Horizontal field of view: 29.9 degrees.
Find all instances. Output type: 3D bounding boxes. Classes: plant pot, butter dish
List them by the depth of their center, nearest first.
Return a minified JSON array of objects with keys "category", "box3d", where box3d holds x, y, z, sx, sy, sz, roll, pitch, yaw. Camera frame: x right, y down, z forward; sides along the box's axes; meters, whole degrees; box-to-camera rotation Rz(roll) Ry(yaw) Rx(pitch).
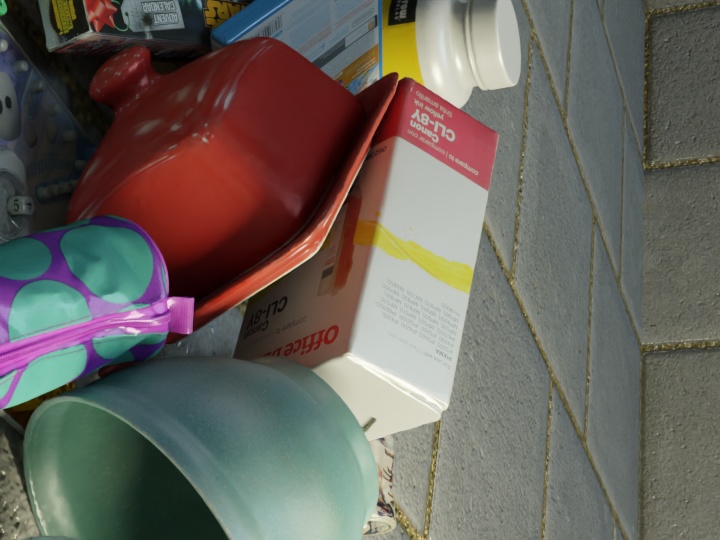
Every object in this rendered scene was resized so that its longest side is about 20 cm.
[{"category":"plant pot","box3d":[-0.074,0.130,0.757,0.134,0.199,0.202,-31,117,-39]},{"category":"butter dish","box3d":[-0.099,-0.068,0.797,0.148,0.199,0.200,47,34,-18]}]

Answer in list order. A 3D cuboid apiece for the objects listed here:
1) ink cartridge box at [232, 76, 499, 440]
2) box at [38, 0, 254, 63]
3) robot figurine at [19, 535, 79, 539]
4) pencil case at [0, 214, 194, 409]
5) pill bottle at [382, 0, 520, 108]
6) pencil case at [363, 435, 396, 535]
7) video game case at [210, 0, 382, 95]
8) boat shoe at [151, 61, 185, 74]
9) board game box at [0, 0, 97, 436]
[{"category":"ink cartridge box","box3d":[0.000,0.000,0.861,0.083,0.145,0.201,29,57,-27]},{"category":"box","box3d":[-0.126,-0.202,0.849,0.199,0.040,0.138,-8,85,-57]},{"category":"robot figurine","box3d":[-0.172,0.216,0.642,0.200,0.124,0.151,-58,162,-59]},{"category":"pencil case","box3d":[-0.179,0.032,0.650,0.200,0.092,0.086,-24,123,-53]},{"category":"pill bottle","box3d":[0.036,-0.190,1.187,0.111,0.198,0.112,-6,90,-70]},{"category":"pencil case","box3d":[-0.001,0.137,1.177,0.090,0.077,0.202,90,4,-64]},{"category":"video game case","box3d":[-0.038,-0.122,0.936,0.143,0.018,0.201,-41,151,-26]},{"category":"boat shoe","box3d":[-0.121,-0.090,0.939,0.076,0.071,0.201,-58,140,-34]},{"category":"board game box","box3d":[-0.200,-0.037,0.762,0.200,0.026,0.201,59,32,-50]}]
